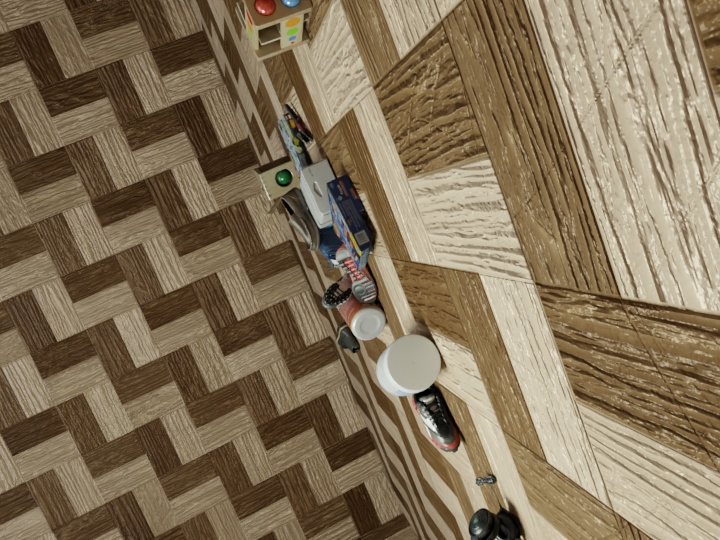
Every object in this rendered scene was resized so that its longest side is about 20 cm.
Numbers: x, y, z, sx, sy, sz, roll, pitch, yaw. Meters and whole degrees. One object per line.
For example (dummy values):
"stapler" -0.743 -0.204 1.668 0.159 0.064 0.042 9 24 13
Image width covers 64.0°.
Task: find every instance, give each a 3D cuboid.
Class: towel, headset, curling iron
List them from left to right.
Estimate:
"curling iron" -0.185 -0.436 1.691 0.049 0.026 0.201 24 -150 -45
"towel" -0.104 -0.109 1.783 0.049 0.110 0.201 -58 47 33
"headset" 0.285 0.557 1.259 0.094 0.122 0.203 -34 48 54

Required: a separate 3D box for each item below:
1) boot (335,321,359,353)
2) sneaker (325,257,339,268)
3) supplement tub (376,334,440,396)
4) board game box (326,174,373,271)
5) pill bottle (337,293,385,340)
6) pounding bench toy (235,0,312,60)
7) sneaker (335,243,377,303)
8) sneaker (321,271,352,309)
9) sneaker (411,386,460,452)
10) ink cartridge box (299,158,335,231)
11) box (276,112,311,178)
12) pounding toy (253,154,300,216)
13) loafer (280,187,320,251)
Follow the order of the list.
"boot" -0.052 0.340 2.613 0.139 0.077 0.201 55 166 30
"sneaker" -0.076 -0.049 1.882 0.201 0.075 0.115 -119 9 -56
"supplement tub" 0.110 0.230 1.377 0.133 0.130 0.200 64 170 11
"board game box" -0.022 -0.112 1.496 0.200 0.061 0.202 99 146 -73
"pill bottle" -0.007 0.118 1.777 0.200 0.111 0.113 50 161 56
"pounding bench toy" -0.196 -0.577 1.183 0.156 0.123 0.202 138 108 -79
"sneaker" 0.000 0.000 1.665 0.202 0.073 0.087 63 -157 -25
"sneaker" -0.060 0.066 1.707 0.066 0.200 0.091 38 133 3
"sneaker" 0.185 0.362 1.450 0.099 0.070 0.201 75 168 -49
"ink cartridge box" -0.110 -0.212 1.653 0.148 0.085 0.200 65 169 4
"box" -0.213 -0.404 1.877 0.202 0.039 0.137 69 168 -11
"pounding toy" -0.289 -0.310 2.069 0.144 0.182 0.200 70 169 -22
"loafer" -0.183 -0.143 1.707 0.202 0.070 0.073 65 155 7
